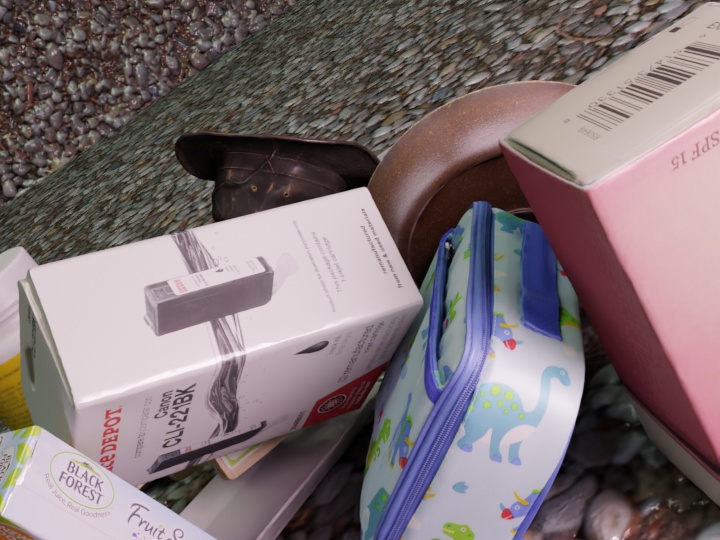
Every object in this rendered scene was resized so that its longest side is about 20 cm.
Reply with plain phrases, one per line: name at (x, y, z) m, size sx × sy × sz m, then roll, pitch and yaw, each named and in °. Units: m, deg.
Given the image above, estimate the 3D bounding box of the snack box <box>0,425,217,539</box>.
snack box at (-0.153, 0.164, 0.594) m, size 0.141 × 0.200 × 0.053 m, roll -17°, pitch 44°, yaw 35°

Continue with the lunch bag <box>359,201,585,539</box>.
lunch bag at (0.062, 0.061, 0.589) m, size 0.200 × 0.082 × 0.162 m, roll -75°, pitch 8°, yaw -60°

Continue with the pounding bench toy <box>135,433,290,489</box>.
pounding bench toy at (-0.131, 0.085, 0.756) m, size 0.200 × 0.125 × 0.156 m, roll -37°, pitch 6°, yaw -28°

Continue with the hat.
hat at (-0.073, -0.062, 0.964) m, size 0.200 × 0.200 × 0.082 m, roll -9°, pitch 69°, yaw 46°

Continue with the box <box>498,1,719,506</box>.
box at (0.174, -0.003, 0.500) m, size 0.127 × 0.201 × 0.109 m, roll -33°, pitch 22°, yaw -1°

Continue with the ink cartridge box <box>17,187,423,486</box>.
ink cartridge box at (-0.084, 0.044, 0.607) m, size 0.198 × 0.084 × 0.145 m, roll -15°, pitch -26°, yaw -25°

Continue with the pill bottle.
pill bottle at (-0.278, 0.087, 0.945) m, size 0.114 × 0.201 × 0.115 m, roll -28°, pitch 22°, yaw 12°

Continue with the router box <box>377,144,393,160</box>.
router box at (0.057, -0.083, 1.055) m, size 0.199 × 0.049 × 0.179 m, roll -35°, pitch 21°, yaw -6°

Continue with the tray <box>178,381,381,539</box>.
tray at (-0.061, 0.144, 0.729) m, size 0.107 × 0.022 × 0.200 m, roll -16°, pitch 18°, yaw 36°

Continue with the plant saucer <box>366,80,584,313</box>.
plant saucer at (0.099, -0.025, 0.678) m, size 0.199 × 0.201 × 0.032 m, roll -26°, pitch 39°, yaw 16°
